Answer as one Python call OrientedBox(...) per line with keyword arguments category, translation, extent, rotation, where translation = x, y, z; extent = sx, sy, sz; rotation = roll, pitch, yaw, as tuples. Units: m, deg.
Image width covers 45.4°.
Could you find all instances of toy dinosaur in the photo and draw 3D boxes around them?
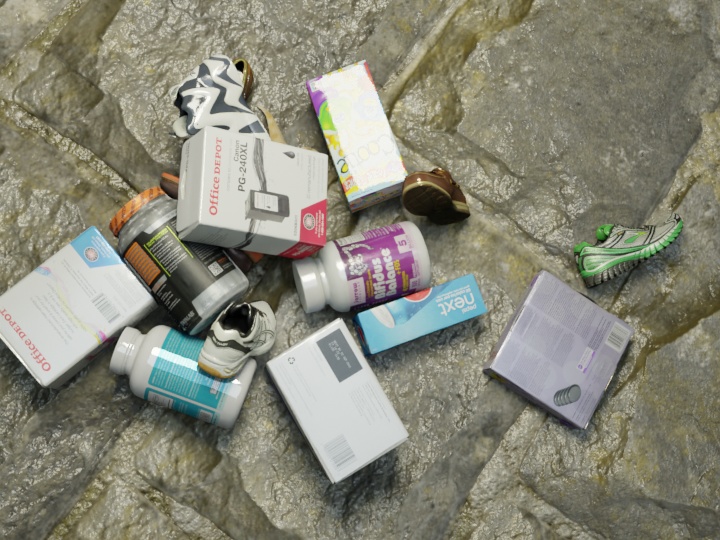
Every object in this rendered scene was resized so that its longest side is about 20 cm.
OrientedBox(category="toy dinosaur", translation=(-0.119, -0.177, 1.370), extent=(0.100, 0.058, 0.202), rotation=(-2, 81, -8))

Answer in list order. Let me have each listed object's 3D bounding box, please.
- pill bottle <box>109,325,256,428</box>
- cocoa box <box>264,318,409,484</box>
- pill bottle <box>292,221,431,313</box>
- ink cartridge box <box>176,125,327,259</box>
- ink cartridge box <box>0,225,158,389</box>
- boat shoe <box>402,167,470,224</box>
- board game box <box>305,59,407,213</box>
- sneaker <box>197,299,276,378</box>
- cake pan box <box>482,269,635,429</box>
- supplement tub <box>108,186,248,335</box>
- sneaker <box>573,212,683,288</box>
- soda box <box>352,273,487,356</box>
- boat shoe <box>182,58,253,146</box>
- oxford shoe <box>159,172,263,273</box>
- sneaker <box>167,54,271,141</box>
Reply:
OrientedBox(category="pill bottle", translation=(-0.261, 0.149, 1.264), extent=(0.199, 0.111, 0.112), rotation=(22, 78, -5))
OrientedBox(category="cocoa box", translation=(-0.040, 0.194, 1.280), extent=(0.133, 0.131, 0.201), rotation=(-30, 86, -12))
OrientedBox(category="pill bottle", translation=(0.000, 0.000, 1.330), extent=(0.199, 0.112, 0.113), rotation=(-16, 83, -11))
OrientedBox(category="ink cartridge box", translation=(-0.152, -0.108, 1.233), extent=(0.199, 0.083, 0.146), rotation=(9, 74, -31))
OrientedBox(category="ink cartridge box", translation=(-0.423, 0.057, 1.268), extent=(0.200, 0.085, 0.145), rotation=(-40, 88, -14))
OrientedBox(category="boat shoe", translation=(0.112, -0.124, 1.341), extent=(0.072, 0.200, 0.068), rotation=(-17, 75, 23))
OrientedBox(category="board game box", translation=(-0.003, -0.209, 1.362), extent=(0.104, 0.103, 0.201), rotation=(-20, 84, 0))
OrientedBox(category="sneaker", translation=(-0.163, 0.079, 1.250), extent=(0.075, 0.200, 0.088), rotation=(23, 115, 5))
OrientedBox(category="cake pan box", translation=(0.322, 0.125, 1.391), extent=(0.183, 0.052, 0.201), rotation=(31, 77, -4))
OrientedBox(category="supplement tub", translation=(-0.267, -0.016, 1.258), extent=(0.122, 0.123, 0.200), rotation=(-39, 88, -13))
OrientedBox(category="sneaker", translation=(0.446, -0.050, 1.427), extent=(0.199, 0.078, 0.086), rotation=(-26, 84, -12))
OrientedBox(category="soda box", translation=(0.092, 0.071, 1.357), extent=(0.199, 0.064, 0.068), rotation=(-19, 84, -12))
OrientedBox(category="boat shoe", translation=(-0.230, -0.246, 1.359), extent=(0.071, 0.068, 0.201), rotation=(21, 78, -5))
OrientedBox(category="oxford shoe", translation=(-0.245, -0.069, 1.327), extent=(0.200, 0.071, 0.073), rotation=(43, 83, 1))
OrientedBox(category="sneaker", translation=(-0.216, -0.206, 1.287), extent=(0.129, 0.079, 0.200), rotation=(-32, 121, -15))
